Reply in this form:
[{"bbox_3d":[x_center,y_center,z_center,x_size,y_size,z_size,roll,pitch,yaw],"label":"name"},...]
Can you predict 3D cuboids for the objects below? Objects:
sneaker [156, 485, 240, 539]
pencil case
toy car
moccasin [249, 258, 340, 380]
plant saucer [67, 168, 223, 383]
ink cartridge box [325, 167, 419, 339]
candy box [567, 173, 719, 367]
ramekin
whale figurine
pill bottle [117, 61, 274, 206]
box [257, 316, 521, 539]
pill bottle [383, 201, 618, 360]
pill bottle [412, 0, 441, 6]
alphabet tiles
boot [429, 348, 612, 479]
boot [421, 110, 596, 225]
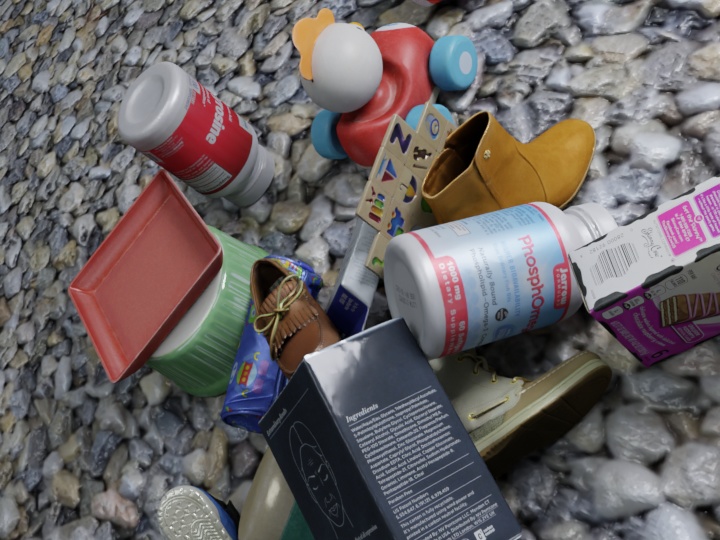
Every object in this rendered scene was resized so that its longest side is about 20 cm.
[{"bbox_3d":[-0.135,0.311,0.924,0.076,0.111,0.201,-35,80,-7],"label":"sneaker"},{"bbox_3d":[-0.096,0.084,1.007,0.086,0.077,0.204,-13,58,48],"label":"pencil case"},{"bbox_3d":[-0.001,-0.232,1.021,0.182,0.199,0.180,8,71,41],"label":"toy car"},{"bbox_3d":[-0.071,0.043,0.884,0.073,0.078,0.202,-40,30,10],"label":"moccasin"},{"bbox_3d":[-0.252,0.006,1.071,0.200,0.037,0.200,-50,46,6],"label":"plant saucer"},{"bbox_3d":[0.000,0.000,0.915,0.040,0.200,0.203,19,74,-2],"label":"ink cartridge box"},{"bbox_3d":[0.282,-0.008,0.706,0.198,0.136,0.062,-31,51,23],"label":"candy box"},{"bbox_3d":[-0.199,0.043,1.101,0.197,0.097,0.204,-20,55,31],"label":"ramekin"},{"bbox_3d":[-0.048,0.202,0.899,0.160,0.102,0.202,117,174,-47],"label":"whale figurine"},{"bbox_3d":[-0.203,-0.165,1.151,0.111,0.199,0.114,-18,56,30],"label":"pill bottle"},{"bbox_3d":[0.017,0.171,0.756,0.202,0.106,0.149,60,148,16],"label":"box"},{"bbox_3d":[0.127,0.002,0.790,0.196,0.110,0.110,-14,46,-16],"label":"pill bottle"},{"bbox_3d":[0.135,-0.404,1.067,0.197,0.112,0.114,-19,55,31],"label":"pill bottle"},{"bbox_3d":[0.073,-0.053,0.859,0.006,0.199,0.169,7,71,44],"label":"alphabet tiles"},{"bbox_3d":[0.117,0.096,0.826,0.199,0.072,0.156,-40,50,20],"label":"boot"},{"bbox_3d":[0.145,-0.106,0.852,0.070,0.144,0.202,31,75,40],"label":"boot"}]
